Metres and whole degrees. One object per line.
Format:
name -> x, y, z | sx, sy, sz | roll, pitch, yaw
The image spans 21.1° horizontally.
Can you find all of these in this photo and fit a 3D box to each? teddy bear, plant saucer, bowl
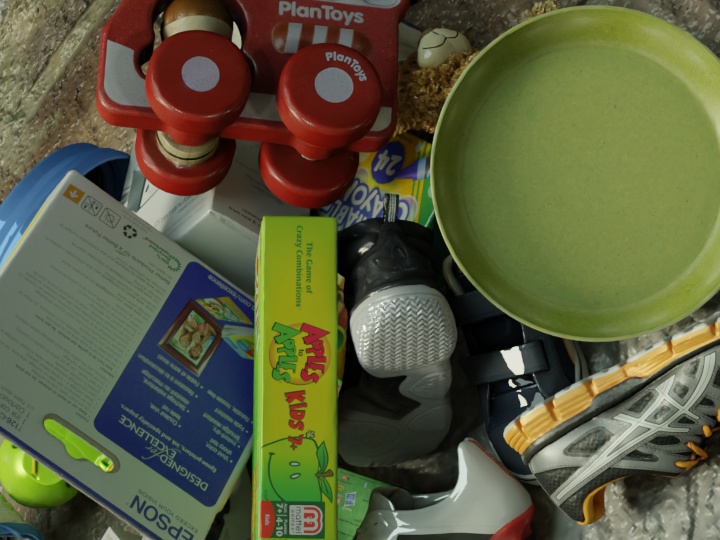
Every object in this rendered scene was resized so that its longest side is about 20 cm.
teddy bear -> 0.102, -0.122, 1.253 | 0.145, 0.067, 0.200 | -45, 42, -12
plant saucer -> 0.140, -0.057, 1.159 | 0.031, 0.199, 0.201 | 109, -177, -87
bowl -> -0.233, -0.006, 1.457 | 0.039, 0.201, 0.201 | 29, 93, 15

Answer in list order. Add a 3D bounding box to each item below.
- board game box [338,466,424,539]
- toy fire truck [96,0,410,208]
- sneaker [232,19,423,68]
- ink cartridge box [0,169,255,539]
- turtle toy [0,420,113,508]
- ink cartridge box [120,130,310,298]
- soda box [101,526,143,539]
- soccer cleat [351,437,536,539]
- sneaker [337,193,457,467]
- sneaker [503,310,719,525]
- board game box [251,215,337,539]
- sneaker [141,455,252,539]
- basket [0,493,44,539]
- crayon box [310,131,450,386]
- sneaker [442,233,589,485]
board game box -> -0.039, 0.179, 1.306 | 0.200, 0.023, 0.105 | 13, 80, 46
toy fire truck -> -0.068, -0.142, 1.252 | 0.112, 0.199, 0.169 | 112, 162, -64
sneaker -> -0.034, -0.205, 1.370 | 0.081, 0.199, 0.147 | 118, 157, -52
ink cartridge box -> -0.153, 0.063, 1.228 | 0.047, 0.197, 0.200 | -41, 16, 50
turtle toy -> -0.202, 0.098, 1.432 | 0.200, 0.146, 0.101 | -51, 5, 13
ink cartridge box -> -0.103, -0.062, 1.385 | 0.146, 0.086, 0.201 | -36, 35, 38
soda box -> -0.122, 0.261, 1.321 | 0.200, 0.064, 0.068 | 39, 100, 45
soccer cleat -> 0.015, 0.181, 1.187 | 0.200, 0.069, 0.085 | -35, 86, 12
sneaker -> 0.019, 0.038, 1.227 | 0.200, 0.075, 0.114 | 99, 167, -54
sneaker -> 0.183, 0.077, 1.112 | 0.200, 0.078, 0.077 | -31, 81, 24
board game box -> -0.041, 0.077, 1.189 | 0.102, 0.047, 0.201 | 109, 162, -74
sneaker -> -0.111, 0.188, 1.240 | 0.074, 0.079, 0.201 | 12, 65, 4
basket -> -0.291, 0.254, 1.405 | 0.200, 0.138, 0.177 | -117, 30, -55
crayon box -> 0.000, 0.000, 1.330 | 0.126, 0.051, 0.201 | 31, 94, 47
sneaker -> 0.092, 0.032, 1.208 | 0.078, 0.079, 0.201 | -19, 61, 35
